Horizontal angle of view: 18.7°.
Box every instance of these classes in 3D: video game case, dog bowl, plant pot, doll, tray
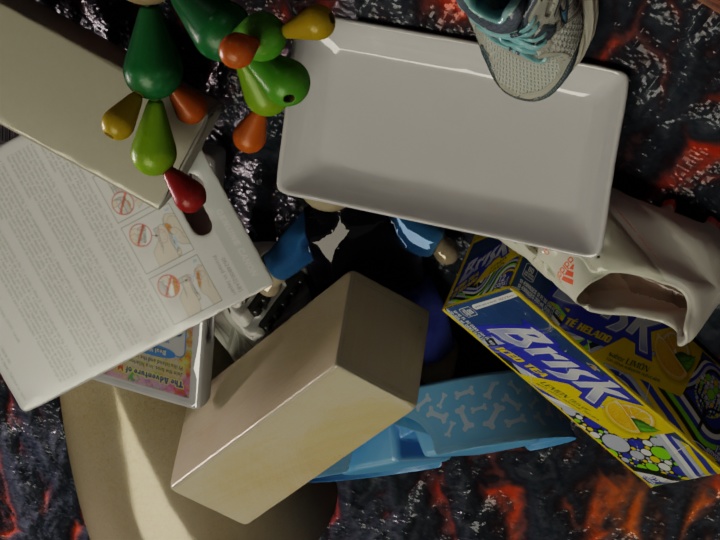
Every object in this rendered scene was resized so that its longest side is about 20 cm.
[{"bbox_3d":[-0.185,-0.016,1.441,0.199,0.024,0.183,15,116,20],"label":"video game case"},{"bbox_3d":[0.050,0.105,1.469,0.199,0.050,0.111,-14,169,36],"label":"dog bowl"},{"bbox_3d":[-0.136,0.110,1.564,0.187,0.187,0.201,0,125,35],"label":"plant pot"},{"bbox_3d":[0.000,0.000,1.394,0.136,0.049,0.200,-7,138,14],"label":"doll"},{"bbox_3d":[0.051,-0.078,1.232,0.199,0.022,0.108,13,104,20],"label":"tray"}]

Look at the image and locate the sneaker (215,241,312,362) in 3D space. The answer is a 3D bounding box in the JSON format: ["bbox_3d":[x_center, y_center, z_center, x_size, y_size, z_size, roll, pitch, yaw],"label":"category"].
[{"bbox_3d":[-0.063,0.041,1.500,0.081,0.075,0.200,22,150,34],"label":"sneaker"}]

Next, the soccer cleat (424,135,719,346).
[{"bbox_3d":[0.116,-0.023,1.255,0.199,0.078,0.069,22,149,5],"label":"soccer cleat"}]

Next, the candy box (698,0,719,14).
[{"bbox_3d":[0.206,-0.186,0.971,0.116,0.057,0.200,30,147,-6],"label":"candy box"}]

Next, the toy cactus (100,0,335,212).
[{"bbox_3d":[-0.099,-0.141,1.204,0.165,0.102,0.200,43,133,11],"label":"toy cactus"}]

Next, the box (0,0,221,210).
[{"bbox_3d":[-0.187,-0.116,1.307,0.199,0.069,0.082,29,-170,-1],"label":"box"}]

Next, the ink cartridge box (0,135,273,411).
[{"bbox_3d":[-0.171,-0.022,1.403,0.199,0.047,0.161,-27,97,17],"label":"ink cartridge box"}]

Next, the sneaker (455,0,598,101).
[{"bbox_3d":[0.072,-0.145,1.094,0.077,0.087,0.200,16,148,16],"label":"sneaker"}]

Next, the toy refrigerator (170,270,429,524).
[{"bbox_3d":[-0.039,0.087,1.412,0.070,0.076,0.200,28,138,-23],"label":"toy refrigerator"}]

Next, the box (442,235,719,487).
[{"bbox_3d":[0.149,0.051,1.357,0.200,0.064,0.070,39,147,-23],"label":"box"}]
